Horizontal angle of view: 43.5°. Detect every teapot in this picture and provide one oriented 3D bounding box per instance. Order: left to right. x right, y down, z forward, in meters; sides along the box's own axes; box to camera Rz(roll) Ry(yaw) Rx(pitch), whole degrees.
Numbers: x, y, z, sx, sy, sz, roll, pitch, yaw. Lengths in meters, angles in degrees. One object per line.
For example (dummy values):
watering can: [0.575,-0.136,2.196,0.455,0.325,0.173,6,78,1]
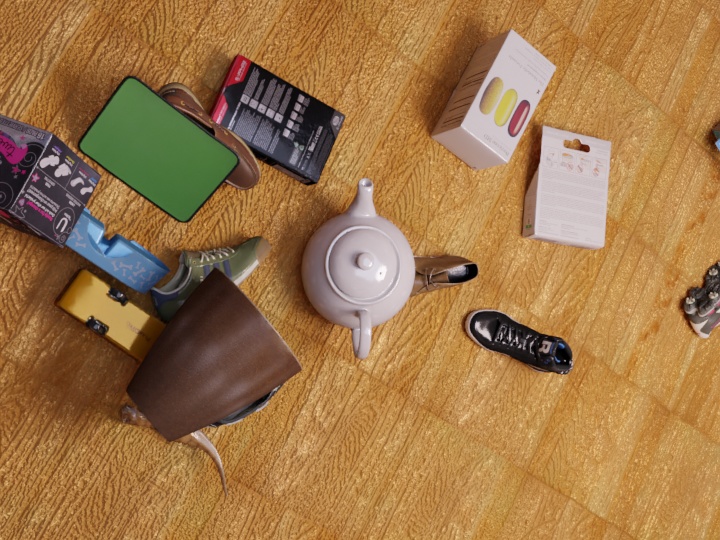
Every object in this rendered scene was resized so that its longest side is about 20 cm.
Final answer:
teapot: [0.000,0.000,1.399,0.197,0.146,0.200,-44,91,-9]

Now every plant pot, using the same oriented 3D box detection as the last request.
plant pot: [-0.213,0.133,1.236,0.200,0.187,0.187,-42,105,-12]

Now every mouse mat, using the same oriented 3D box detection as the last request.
mouse mat: [-0.292,-0.170,1.307,0.199,0.161,0.008,37,32,-18]

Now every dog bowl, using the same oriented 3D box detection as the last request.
dog bowl: [-0.366,-0.038,1.279,0.199,0.111,0.050,37,88,-19]

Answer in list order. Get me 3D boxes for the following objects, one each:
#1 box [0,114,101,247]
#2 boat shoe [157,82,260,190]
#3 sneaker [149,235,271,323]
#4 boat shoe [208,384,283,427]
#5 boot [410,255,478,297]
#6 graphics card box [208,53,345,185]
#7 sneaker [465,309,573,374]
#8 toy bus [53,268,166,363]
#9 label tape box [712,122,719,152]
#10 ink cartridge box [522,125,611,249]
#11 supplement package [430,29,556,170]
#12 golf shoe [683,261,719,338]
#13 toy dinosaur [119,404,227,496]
box: [-0.467,-0.129,1.168,0.198,0.132,0.116,19,77,19]
boat shoe: [-0.226,-0.186,1.333,0.072,0.068,0.200,-37,118,14]
sneaker: [-0.230,-0.002,1.357,0.200,0.067,0.090,-44,111,-16]
boat shoe: [-0.159,0.177,1.363,0.200,0.060,0.076,-38,109,-40]
boot: [0.106,0.008,1.509,0.198,0.075,0.074,-11,96,-22]
graphics card box: [-0.134,-0.234,1.419,0.199,0.051,0.127,26,79,-20]
sneaker: [0.288,0.120,1.566,0.199,0.112,0.074,26,77,-22]
toy bus: [-0.338,0.081,1.300,0.199,0.078,0.065,38,72,-19]
label tape box: [0.786,-0.249,1.833,0.200,0.063,0.145,-39,104,-21]
ink cartridge box: [0.380,-0.149,1.657,0.159,0.050,0.202,8,81,-24]
supplement package: [0.228,-0.289,1.554,0.113,0.109,0.201,33,76,-19]
golf shoe: [0.720,0.047,1.799,0.199,0.077,0.089,-37,123,-19]
toy dinosaur: [-0.260,0.237,1.351,0.199,0.060,0.107,31,89,-10]
